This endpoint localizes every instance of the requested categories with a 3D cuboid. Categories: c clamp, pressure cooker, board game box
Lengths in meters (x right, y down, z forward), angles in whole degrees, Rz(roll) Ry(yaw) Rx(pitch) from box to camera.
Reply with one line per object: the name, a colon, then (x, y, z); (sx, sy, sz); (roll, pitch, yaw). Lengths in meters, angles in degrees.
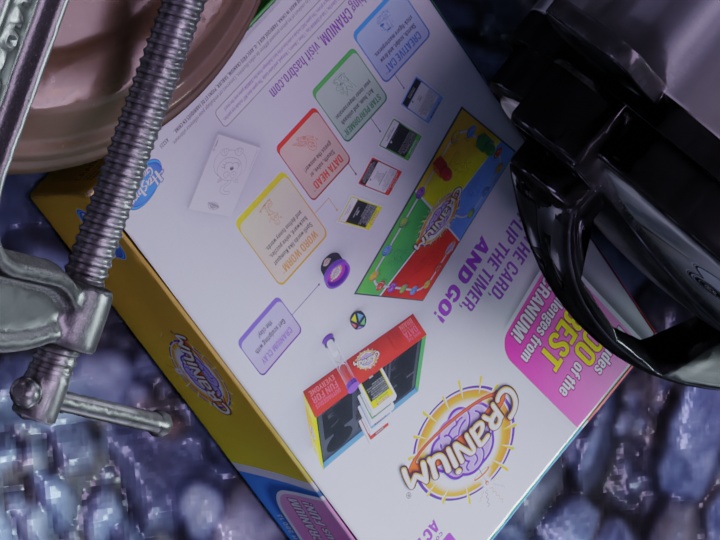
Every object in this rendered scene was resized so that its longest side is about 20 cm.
c clamp: (-0.078, -0.047, 0.890); (0.171, 0.027, 0.201); (5, 105, -64)
pressure cooker: (0.142, -0.054, 1.001); (0.176, 0.179, 0.200); (41, 90, -6)
board game box: (0.000, 0.000, 1.033); (0.153, 0.040, 0.200); (-48, 116, -27)

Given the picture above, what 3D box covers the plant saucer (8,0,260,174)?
plant saucer: (-0.112, -0.131, 0.934); (0.199, 0.029, 0.201); (3, 82, -24)
